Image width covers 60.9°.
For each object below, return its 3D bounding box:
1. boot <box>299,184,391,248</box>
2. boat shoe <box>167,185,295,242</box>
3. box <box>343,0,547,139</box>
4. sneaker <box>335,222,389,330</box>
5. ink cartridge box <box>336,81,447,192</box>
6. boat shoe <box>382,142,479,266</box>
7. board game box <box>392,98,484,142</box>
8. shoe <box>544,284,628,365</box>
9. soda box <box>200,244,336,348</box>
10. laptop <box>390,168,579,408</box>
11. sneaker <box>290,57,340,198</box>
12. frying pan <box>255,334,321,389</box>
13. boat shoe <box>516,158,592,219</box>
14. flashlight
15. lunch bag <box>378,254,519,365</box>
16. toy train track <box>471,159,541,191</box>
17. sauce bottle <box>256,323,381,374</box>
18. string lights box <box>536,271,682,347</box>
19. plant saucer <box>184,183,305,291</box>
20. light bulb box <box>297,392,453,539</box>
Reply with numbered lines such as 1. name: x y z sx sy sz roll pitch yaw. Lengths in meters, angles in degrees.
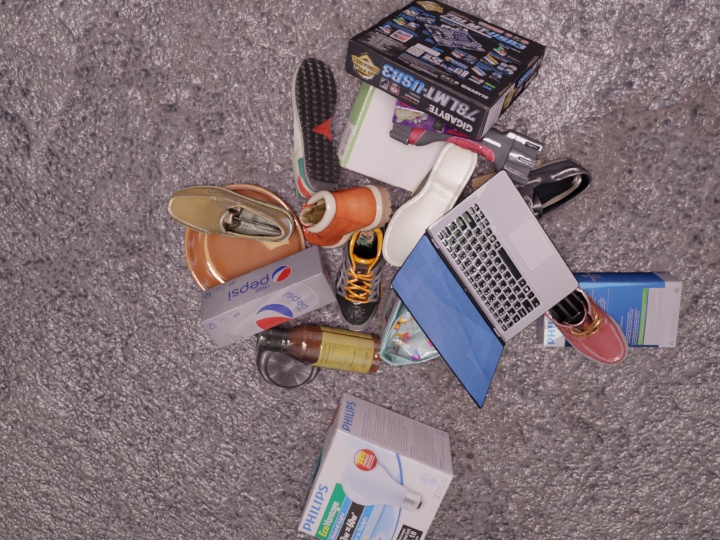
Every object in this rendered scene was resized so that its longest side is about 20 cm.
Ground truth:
1. boot: -0.052 -0.076 0.873 0.105 0.199 0.077 -8 84 -31
2. boat shoe: -0.197 -0.081 0.904 0.195 0.076 0.074 7 106 4
3. box: 0.111 -0.268 0.779 0.197 0.199 0.050 30 138 16
4. sneaker: 0.000 0.000 0.945 0.076 0.077 0.205 7 107 1
5. ink cartridge box: 0.077 -0.195 0.905 0.196 0.048 0.148 16 107 -24
6. boat shoe: 0.103 -0.094 0.891 0.071 0.060 0.204 35 100 8
7. board game box: 0.113 -0.250 0.814 0.117 0.203 0.033 16 138 -1
8. shoe: 0.309 0.072 0.866 0.200 0.091 0.071 44 104 -5
9. soda box: -0.139 0.040 0.918 0.196 0.069 0.064 -22 131 4
10. laptop: 0.160 0.017 0.746 0.198 0.116 0.189 -37 101 5
11. sneaker: -0.080 -0.204 0.901 0.069 0.093 0.205 -1 82 -31
12. frying pan: -0.128 0.119 0.996 0.112 0.031 0.193 -18 116 2
13. boat shoe: 0.238 -0.103 0.873 0.196 0.063 0.074 -25 113 -8
14. flashlight: 0.138 -0.172 0.820 0.196 0.068 0.069 26 83 6
15. lunch bag: 0.109 0.048 0.898 0.198 0.171 0.123 -32 101 9
16. toy train track: 0.218 -0.100 0.921 0.112 0.033 0.205 -16 110 -12
17. sauce bottle: -0.064 0.118 0.964 0.195 0.066 0.068 12 106 -14
18. string lights box: 0.374 0.059 0.934 0.194 0.059 0.106 0 105 6
19. plant saucer: -0.181 -0.037 0.973 0.195 0.038 0.206 1 104 5
20. light bulb box: 0.024 0.345 1.008 0.196 0.125 0.202 20 106 -1
